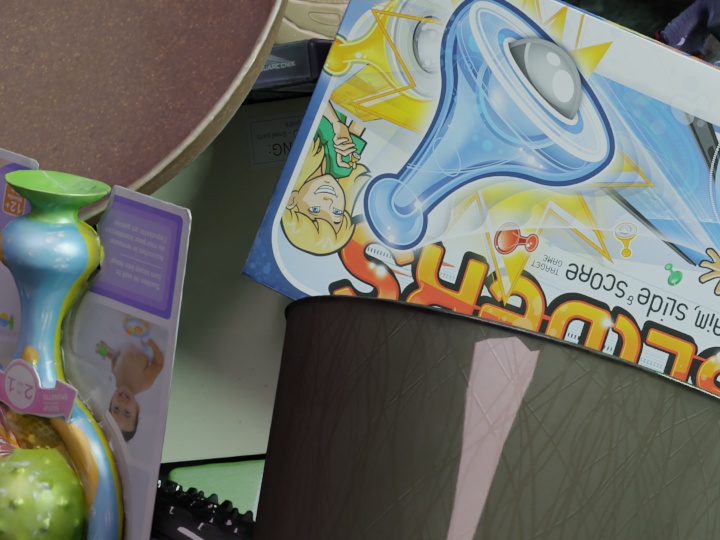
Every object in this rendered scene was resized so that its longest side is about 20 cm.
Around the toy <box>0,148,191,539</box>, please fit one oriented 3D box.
[{"bbox_3d":[-0.122,0.064,0.899,0.115,0.201,0.047,18,11,38],"label":"toy"}]

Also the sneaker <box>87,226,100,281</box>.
[{"bbox_3d":[-0.102,-0.021,1.090,0.199,0.077,0.089,-6,33,10],"label":"sneaker"}]

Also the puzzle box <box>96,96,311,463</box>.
[{"bbox_3d":[0.000,0.000,0.997,0.199,0.025,0.134,-6,86,13],"label":"puzzle box"}]

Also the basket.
[{"bbox_3d":[0.030,0.130,0.801,0.180,0.136,0.201,17,75,10],"label":"basket"}]

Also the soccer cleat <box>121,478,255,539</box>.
[{"bbox_3d":[-0.111,0.102,0.959,0.199,0.068,0.073,10,84,38],"label":"soccer cleat"}]

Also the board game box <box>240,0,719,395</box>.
[{"bbox_3d":[0.072,-0.020,0.923,0.199,0.034,0.136,24,99,18],"label":"board game box"}]

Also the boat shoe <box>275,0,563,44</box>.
[{"bbox_3d":[0.051,-0.130,1.097,0.199,0.065,0.072,-23,81,-6],"label":"boat shoe"}]

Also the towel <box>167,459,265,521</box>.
[{"bbox_3d":[0.013,0.123,0.931,0.199,0.031,0.149,-5,43,20],"label":"towel"}]

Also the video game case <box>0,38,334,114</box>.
[{"bbox_3d":[-0.065,-0.068,1.061,0.199,0.019,0.143,-6,-1,31],"label":"video game case"}]

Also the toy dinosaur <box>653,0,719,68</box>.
[{"bbox_3d":[0.156,-0.082,1.008,0.199,0.105,0.181,13,7,10],"label":"toy dinosaur"}]

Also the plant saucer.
[{"bbox_3d":[-0.101,-0.088,0.985,0.200,0.037,0.201,-17,54,24],"label":"plant saucer"}]
